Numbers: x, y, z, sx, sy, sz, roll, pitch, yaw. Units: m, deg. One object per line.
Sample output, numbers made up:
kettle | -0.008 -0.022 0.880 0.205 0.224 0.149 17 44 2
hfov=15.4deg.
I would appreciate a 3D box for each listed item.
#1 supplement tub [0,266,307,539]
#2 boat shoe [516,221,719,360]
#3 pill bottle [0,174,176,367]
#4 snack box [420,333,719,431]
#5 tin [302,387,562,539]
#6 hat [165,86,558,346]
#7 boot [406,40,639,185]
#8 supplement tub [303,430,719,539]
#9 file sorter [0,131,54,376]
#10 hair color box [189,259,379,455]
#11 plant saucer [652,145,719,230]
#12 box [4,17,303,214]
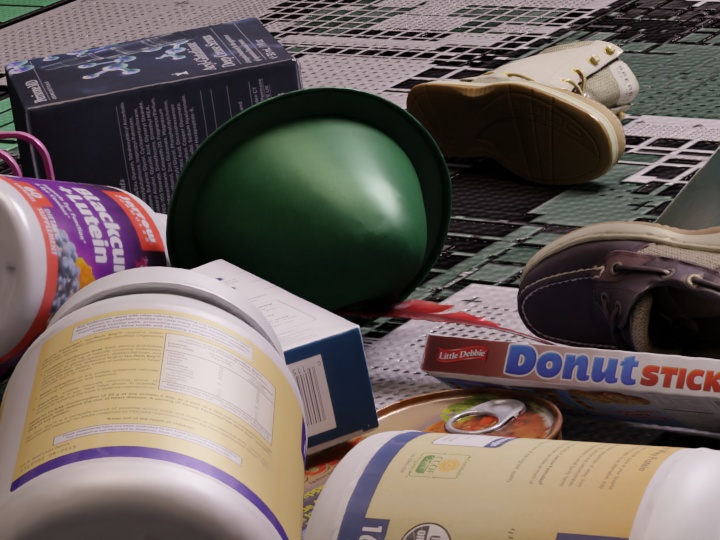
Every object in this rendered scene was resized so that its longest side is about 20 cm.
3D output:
supplement tub | -0.097 0.100 1.205 0.145 0.145 0.200 -6 30 5
boat shoe | 0.160 0.019 1.407 0.200 0.072 0.065 -2 40 38
pill bottle | -0.179 0.002 1.574 0.111 0.111 0.200 3 0 30
snack box | 0.134 0.061 1.406 0.200 0.024 0.072 4 -16 32
tin | 0.020 0.110 1.345 0.112 0.042 0.200 15 28 41
hat | 0.000 0.000 1.513 0.200 0.166 0.176 -23 29 -3
boot | 0.152 -0.119 1.929 0.155 0.072 0.200 -19 21 -37
supplement tub | 0.089 0.139 1.058 0.200 0.144 0.144 1 20 27
file sorter | -0.283 -0.003 1.667 0.139 0.125 0.200 -2 19 19
hair color box | -0.078 0.051 1.430 0.100 0.061 0.200 -17 17 -20
plant saucer | 0.203 -0.031 1.546 0.039 0.201 0.201 41 32 7
box | -0.148 -0.104 1.945 0.200 0.107 0.148 -12 19 -10
